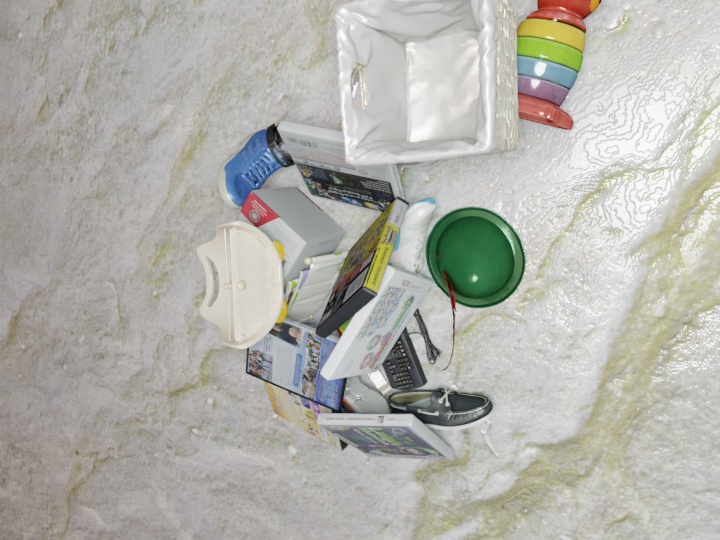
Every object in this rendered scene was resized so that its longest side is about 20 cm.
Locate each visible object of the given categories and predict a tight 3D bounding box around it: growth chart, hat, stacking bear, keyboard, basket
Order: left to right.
[{"bbox_3d":[-0.100,0.043,0.954,0.018,0.145,0.200,47,121,26],"label":"growth chart"},{"bbox_3d":[0.075,0.124,0.946,0.127,0.021,0.200,-22,91,30],"label":"keyboard"},{"bbox_3d":[0.094,-0.240,0.649,0.200,0.161,0.198,3,102,32],"label":"basket"},{"bbox_3d":[0.160,0.005,0.784,0.166,0.176,0.200,-37,83,29],"label":"hat"},{"bbox_3d":[0.263,-0.313,0.703,0.114,0.121,0.200,27,110,32],"label":"stacking bear"}]

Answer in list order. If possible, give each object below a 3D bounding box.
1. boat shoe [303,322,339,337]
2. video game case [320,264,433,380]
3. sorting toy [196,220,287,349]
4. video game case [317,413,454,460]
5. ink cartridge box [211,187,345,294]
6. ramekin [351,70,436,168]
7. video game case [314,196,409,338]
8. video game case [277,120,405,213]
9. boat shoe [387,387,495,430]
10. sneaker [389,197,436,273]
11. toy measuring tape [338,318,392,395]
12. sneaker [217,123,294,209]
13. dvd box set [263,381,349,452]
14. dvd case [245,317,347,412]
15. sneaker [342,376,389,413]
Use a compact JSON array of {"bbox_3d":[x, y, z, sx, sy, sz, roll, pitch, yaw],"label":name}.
[{"bbox_3d":[-0.098,0.139,0.971,0.200,0.072,0.062,-1,101,63],"label":"boat shoe"},{"bbox_3d":[0.033,0.089,0.839,0.024,0.182,0.200,35,100,25],"label":"video game case"},{"bbox_3d":[-0.225,0.020,0.875,0.180,0.107,0.200,1,94,38],"label":"sorting toy"},{"bbox_3d":[0.049,0.300,0.911,0.182,0.200,0.023,-9,52,29],"label":"video game case"},{"bbox_3d":[-0.159,-0.033,0.962,0.145,0.145,0.200,43,117,13],"label":"ink cartridge box"},{"bbox_3d":[0.068,-0.266,0.817,0.200,0.105,0.200,6,103,27],"label":"ramekin"},{"bbox_3d":[0.000,0.000,0.819,0.025,0.181,0.200,28,146,-11],"label":"video game case"},{"bbox_3d":[-0.025,-0.169,0.863,0.200,0.182,0.023,17,66,24],"label":"video game case"},{"bbox_3d":[0.137,0.242,0.906,0.200,0.076,0.060,-16,102,29],"label":"boat shoe"},{"bbox_3d":[0.080,-0.039,0.879,0.081,0.076,0.200,43,126,15],"label":"sneaker"},{"bbox_3d":[0.000,0.146,0.958,0.074,0.074,0.200,-37,82,29],"label":"toy measuring tape"},{"bbox_3d":[-0.177,-0.197,0.922,0.111,0.200,0.077,-12,130,28],"label":"sneaker"},{"bbox_3d":[-0.114,0.267,1.021,0.200,0.029,0.146,15,128,38],"label":"dvd box set"},{"bbox_3d":[-0.115,0.158,0.906,0.200,0.018,0.143,18,116,17],"label":"dvd case"},{"bbox_3d":[-0.030,0.240,0.997,0.200,0.077,0.082,44,144,27],"label":"sneaker"}]
